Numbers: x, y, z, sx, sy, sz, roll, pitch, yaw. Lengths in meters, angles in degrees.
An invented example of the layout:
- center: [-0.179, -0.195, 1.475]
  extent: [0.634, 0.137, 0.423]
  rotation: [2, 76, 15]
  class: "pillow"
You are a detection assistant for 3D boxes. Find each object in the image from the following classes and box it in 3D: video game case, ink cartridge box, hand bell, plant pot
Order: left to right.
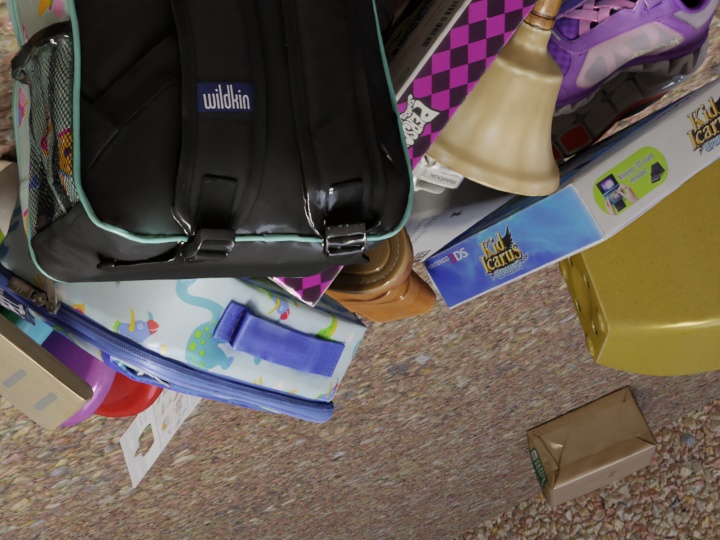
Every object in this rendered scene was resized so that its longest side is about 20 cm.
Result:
- center: [-0.128, 0.052, 1.178]
  extent: [0.200, 0.057, 0.163]
  rotation: [-49, 170, -18]
  class: "ink cartridge box"
- center: [0.009, -0.082, 0.887]
  extent: [0.201, 0.036, 0.181]
  rotation: [-54, -168, 1]
  class: "video game case"
- center: [0.109, -0.157, 0.939]
  extent: [0.104, 0.104, 0.201]
  rotation: [-5, 125, -46]
  class: "hand bell"
- center: [0.160, -0.056, 1.092]
  extent: [0.181, 0.046, 0.200]
  rotation: [-33, -178, -30]
  class: "video game case"
- center: [0.299, -0.005, 1.499]
  extent: [0.198, 0.196, 0.196]
  rotation: [-16, 161, -3]
  class: "plant pot"

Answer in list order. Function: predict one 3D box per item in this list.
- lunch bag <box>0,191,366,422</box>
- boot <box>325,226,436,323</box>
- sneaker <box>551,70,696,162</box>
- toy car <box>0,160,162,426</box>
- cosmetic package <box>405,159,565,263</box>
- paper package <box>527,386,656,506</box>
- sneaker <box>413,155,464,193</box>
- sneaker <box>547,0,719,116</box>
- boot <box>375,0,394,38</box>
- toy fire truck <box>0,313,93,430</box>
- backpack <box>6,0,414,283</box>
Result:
- center: [-0.098, 0.018, 0.886]
  extent: [0.200, 0.160, 0.083]
  rotation: [23, 92, -58]
  class: "lunch bag"
- center: [0.000, 0.000, 1.048]
  extent: [0.199, 0.077, 0.155]
  rotation: [12, 161, 48]
  class: "boot"
- center: [0.164, -0.122, 1.174]
  extent: [0.198, 0.078, 0.082]
  rotation: [-24, 170, 3]
  class: "sneaker"
- center: [-0.190, 0.027, 1.013]
  extent: [0.174, 0.151, 0.199]
  rotation: [-34, 160, 29]
  class: "toy car"
- center: [0.054, -0.057, 1.212]
  extent: [0.198, 0.075, 0.102]
  rotation: [-12, 159, -29]
  class: "cosmetic package"
- center: [0.365, 0.284, 2.509]
  extent: [0.189, 0.104, 0.200]
  rotation: [-24, 163, -1]
  class: "paper package"
- center: [0.030, -0.095, 1.056]
  extent: [0.198, 0.088, 0.075]
  rotation: [-11, 160, -32]
  class: "sneaker"
- center: [0.165, -0.168, 1.051]
  extent: [0.199, 0.081, 0.089]
  rotation: [-20, 156, -29]
  class: "sneaker"
- center: [-0.066, -0.117, 0.925]
  extent: [0.198, 0.071, 0.132]
  rotation: [-16, 166, 10]
  class: "boot"
- center: [-0.237, 0.005, 0.809]
  extent: [0.128, 0.202, 0.176]
  rotation: [-9, 157, -34]
  class: "toy fire truck"
- center: [-0.079, -0.096, 0.733]
  extent: [0.174, 0.202, 0.153]
  rotation: [-3, 174, -29]
  class: "backpack"
